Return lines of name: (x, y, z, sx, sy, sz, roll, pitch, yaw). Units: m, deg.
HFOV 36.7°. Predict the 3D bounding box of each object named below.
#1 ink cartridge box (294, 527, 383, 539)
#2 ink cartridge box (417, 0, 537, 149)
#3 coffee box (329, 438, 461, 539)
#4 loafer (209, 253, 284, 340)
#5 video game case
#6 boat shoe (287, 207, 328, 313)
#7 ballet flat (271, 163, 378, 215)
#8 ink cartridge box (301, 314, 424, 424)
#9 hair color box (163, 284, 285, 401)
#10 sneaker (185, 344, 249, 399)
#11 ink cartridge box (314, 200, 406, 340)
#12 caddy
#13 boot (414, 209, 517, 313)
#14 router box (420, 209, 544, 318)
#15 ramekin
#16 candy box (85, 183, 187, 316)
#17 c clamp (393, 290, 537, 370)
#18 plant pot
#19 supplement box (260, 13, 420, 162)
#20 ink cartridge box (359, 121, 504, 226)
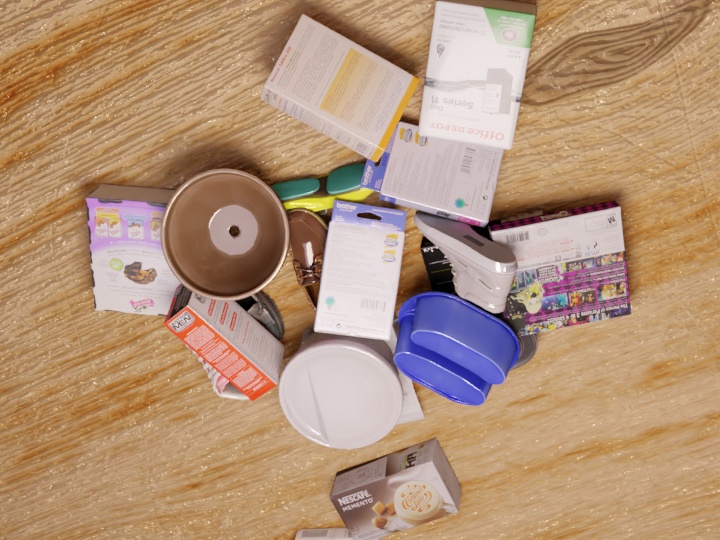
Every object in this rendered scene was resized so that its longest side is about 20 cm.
ink cartridge box: (-0.026, 0.566, 1.999, 0.159, 0.050, 0.202, -5, 110, 11)
ink cartridge box: (0.167, -0.288, 1.572, 0.145, 0.083, 0.202, 9, 115, 5)
coffee box: (0.062, 0.384, 1.886, 0.199, 0.080, 0.115, -21, 109, 17)
loafer: (-0.197, 0.048, 1.788, 0.071, 0.063, 0.201, -27, 107, 18)
video game case: (0.304, 0.000, 1.649, 0.198, 0.036, 0.183, -12, 112, 2)
boat shoe: (-0.070, -0.006, 1.720, 0.071, 0.068, 0.201, -8, 125, 17)
ballet flat: (-0.050, -0.118, 1.700, 0.198, 0.067, 0.067, -10, 133, 16)
ink cartridge box: (0.008, 0.173, 1.827, 0.159, 0.047, 0.201, -14, 116, 14)
hair color box: (-0.214, 0.105, 1.733, 0.061, 0.102, 0.200, -34, 114, 24)
sneaker: (-0.240, 0.141, 1.814, 0.200, 0.105, 0.075, 37, 116, -7)
ink cartridge box: (0.000, 0.000, 1.672, 0.118, 0.042, 0.202, 8, 93, -4)
caddy: (0.146, 0.113, 1.663, 0.199, 0.105, 0.142, 28, 136, -7)
boot: (0.147, -0.013, 1.628, 0.200, 0.073, 0.096, 38, 128, 40)
router box: (0.208, 0.000, 1.710, 0.198, 0.051, 0.150, -12, 113, 14)
ramekin: (-0.028, 0.181, 1.755, 0.200, 0.094, 0.204, 3, 118, 6)
candy box: (-0.351, -0.030, 1.773, 0.166, 0.072, 0.202, 5, 114, 6)
c clamp: (0.177, 0.096, 1.723, 0.170, 0.027, 0.200, -37, 108, 19)
plant pot: (-0.204, -0.058, 1.687, 0.199, 0.093, 0.203, 0, 96, 2)
supplement box: (-0.031, -0.265, 1.590, 0.199, 0.074, 0.127, 29, 79, -4)
ink cartridge box: (0.107, -0.149, 1.636, 0.198, 0.042, 0.120, 15, 79, 0)
